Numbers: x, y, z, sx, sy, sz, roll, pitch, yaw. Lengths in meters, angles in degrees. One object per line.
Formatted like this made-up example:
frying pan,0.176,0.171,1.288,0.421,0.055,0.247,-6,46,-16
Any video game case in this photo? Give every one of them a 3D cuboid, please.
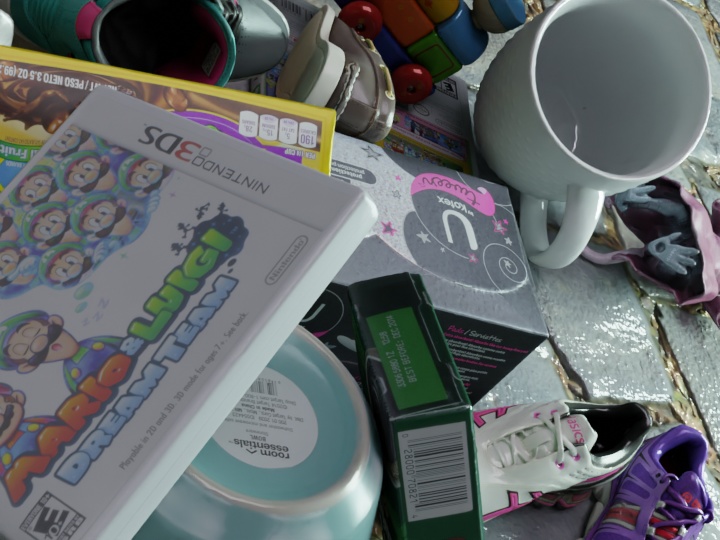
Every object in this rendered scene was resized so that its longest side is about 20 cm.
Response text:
video game case,0.005,-0.119,1.069,0.199,0.022,0.183,22,43,-26
video game case,-0.117,0.016,0.607,0.182,0.024,0.200,24,68,36

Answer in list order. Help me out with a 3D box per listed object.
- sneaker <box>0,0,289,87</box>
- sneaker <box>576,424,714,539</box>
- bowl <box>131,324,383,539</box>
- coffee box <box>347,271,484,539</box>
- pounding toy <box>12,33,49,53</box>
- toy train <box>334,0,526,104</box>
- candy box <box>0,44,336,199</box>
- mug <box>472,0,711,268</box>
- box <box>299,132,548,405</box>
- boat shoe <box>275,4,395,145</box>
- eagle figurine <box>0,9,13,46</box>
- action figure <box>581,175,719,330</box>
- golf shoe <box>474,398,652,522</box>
sneaker,-0.098,-0.136,0.814,0.199,0.084,0.121,1,24,-42
sneaker,0.190,0.173,0.912,0.080,0.083,0.200,34,40,-11
bowl,-0.069,0.089,0.649,0.200,0.105,0.201,19,42,-18
coffee box,0.033,0.118,0.726,0.044,0.201,0.123,-11,33,-5
pounding toy,-0.219,-0.239,0.884,0.199,0.142,0.185,16,46,-31
toy train,0.030,-0.226,1.035,0.200,0.115,0.085,46,28,-36
candy box,-0.110,-0.050,0.717,0.199,0.026,0.103,8,86,-25
mug,0.160,-0.101,1.072,0.147,0.175,0.201,10,81,-15
box,0.000,0.000,0.879,0.199,0.115,0.133,16,46,-31
boat shoe,-0.015,-0.132,0.950,0.059,0.072,0.200,27,14,-14
eagle figurine,-0.179,-0.041,0.755,0.200,0.152,0.151,43,18,8
action figure,0.281,-0.001,1.167,0.200,0.148,0.135,22,70,-52
golf shoe,0.101,0.112,0.884,0.199,0.092,0.073,-5,60,-42
